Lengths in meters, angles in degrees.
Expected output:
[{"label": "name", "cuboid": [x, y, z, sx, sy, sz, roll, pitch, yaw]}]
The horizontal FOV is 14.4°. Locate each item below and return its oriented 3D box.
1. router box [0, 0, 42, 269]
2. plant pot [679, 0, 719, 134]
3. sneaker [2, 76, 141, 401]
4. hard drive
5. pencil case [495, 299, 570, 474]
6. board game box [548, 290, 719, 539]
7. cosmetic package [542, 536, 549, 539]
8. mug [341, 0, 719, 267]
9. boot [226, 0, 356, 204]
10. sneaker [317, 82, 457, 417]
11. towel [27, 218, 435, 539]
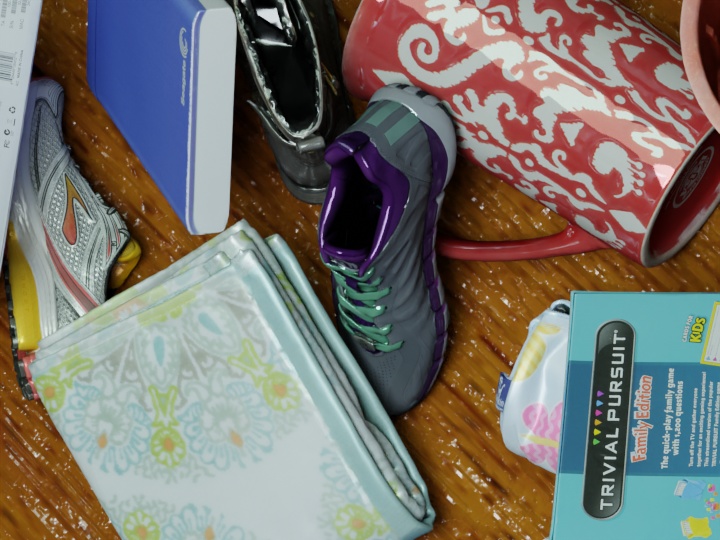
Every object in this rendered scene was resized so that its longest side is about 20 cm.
[{"label": "router box", "cuboid": [-0.240, -0.068, 1.659, 0.049, 0.179, 0.201, 11, 79, -18]}, {"label": "plant pot", "cuboid": [0.261, -0.066, 1.354, 0.199, 0.196, 0.202, -6, 59, 9]}, {"label": "sneaker", "cuboid": [-0.173, -0.020, 1.683, 0.082, 0.078, 0.201, -7, 70, -8]}, {"label": "hard drive", "cuboid": [-0.115, -0.123, 1.607, 0.200, 0.025, 0.133, -128, 37, -55]}, {"label": "pencil case", "cuboid": [0.174, 0.084, 1.507, 0.199, 0.083, 0.091, 20, 105, 23]}, {"label": "board game box", "cuboid": [0.200, 0.085, 1.419, 0.199, 0.047, 0.152, 0, 57, 13]}, {"label": "cosmetic package", "cuboid": [0.140, 0.249, 1.459, 0.200, 0.052, 0.151, 51, 139, 23]}, {"label": "mug", "cuboid": [0.104, -0.085, 1.570, 0.200, 0.178, 0.133, 34, 48, 20]}, {"label": "boot", "cuboid": [-0.045, -0.138, 1.589, 0.069, 0.174, 0.201, -21, 74, 0]}, {"label": "sneaker", "cuboid": [0.000, 0.000, 1.546, 0.074, 0.087, 0.201, 18, 123, 28]}, {"label": "towel", "cuboid": [-0.074, 0.091, 1.581, 0.171, 0.048, 0.201, -28, 94, 27]}]
